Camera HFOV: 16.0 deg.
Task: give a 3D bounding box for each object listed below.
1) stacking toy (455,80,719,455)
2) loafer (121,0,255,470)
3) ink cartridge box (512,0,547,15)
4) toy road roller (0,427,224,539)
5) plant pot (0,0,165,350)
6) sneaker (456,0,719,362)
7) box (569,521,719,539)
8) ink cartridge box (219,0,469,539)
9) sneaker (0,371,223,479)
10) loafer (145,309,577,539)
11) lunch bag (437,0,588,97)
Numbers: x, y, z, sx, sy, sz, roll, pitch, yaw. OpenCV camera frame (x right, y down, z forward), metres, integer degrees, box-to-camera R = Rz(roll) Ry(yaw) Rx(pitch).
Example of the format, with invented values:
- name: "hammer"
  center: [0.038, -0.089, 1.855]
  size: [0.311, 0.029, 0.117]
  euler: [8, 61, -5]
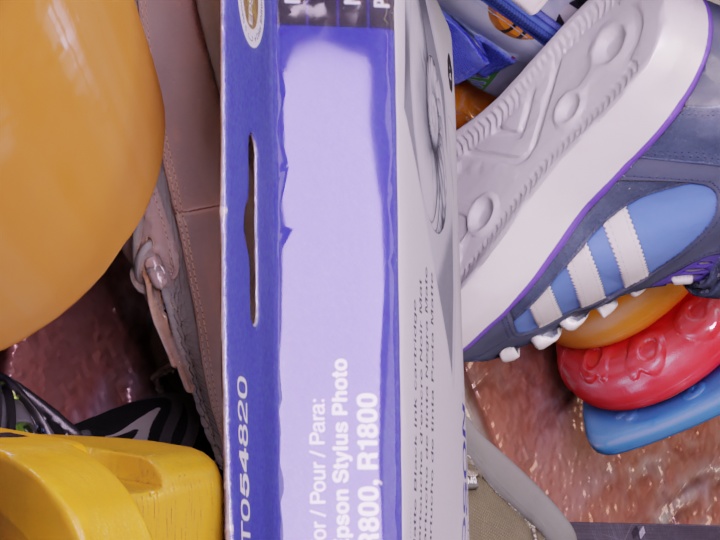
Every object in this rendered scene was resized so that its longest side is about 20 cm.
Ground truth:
- name: "stacking toy"
  center: [0.079, -0.032, 0.976]
  size: [0.200, 0.110, 0.116]
  euler: [43, 40, -27]
- name: "loafer"
  center: [-0.049, -0.032, 0.771]
  size: [0.072, 0.063, 0.201]
  euler: [-53, 140, -65]
- name: "ink cartridge box"
  center: [0.017, -0.152, 0.763]
  size: [0.200, 0.117, 0.067]
  euler: [34, 106, -28]
- name: "toy road roller"
  center: [-0.123, 0.086, 0.627]
  size: [0.146, 0.199, 0.124]
  euler: [0, 95, -48]
- name: "plant pot"
  center: [-0.141, -0.072, 0.647]
  size: [0.183, 0.199, 0.201]
  euler: [58, 46, -52]
- name: "sneaker"
  center: [0.095, -0.005, 0.899]
  size: [0.146, 0.200, 0.081]
  euler: [25, 33, -32]
- name: "box"
  center: [0.109, 0.193, 0.941]
  size: [0.048, 0.158, 0.201]
  euler: [31, 64, -45]
- name: "ink cartridge box"
  center: [0.000, 0.000, 0.733]
  size: [0.200, 0.040, 0.201]
  euler: [40, 48, -77]
- name: "sneaker"
  center: [-0.111, 0.054, 0.751]
  size: [0.199, 0.071, 0.083]
  euler: [-2, 96, -47]
- name: "loafer"
  center: [0.003, 0.074, 0.868]
  size: [0.200, 0.075, 0.070]
  euler: [40, 49, -30]
- name: "lunch bag"
  center: [0.030, -0.157, 0.896]
  size: [0.200, 0.075, 0.161]
  euler: [32, 59, -23]
